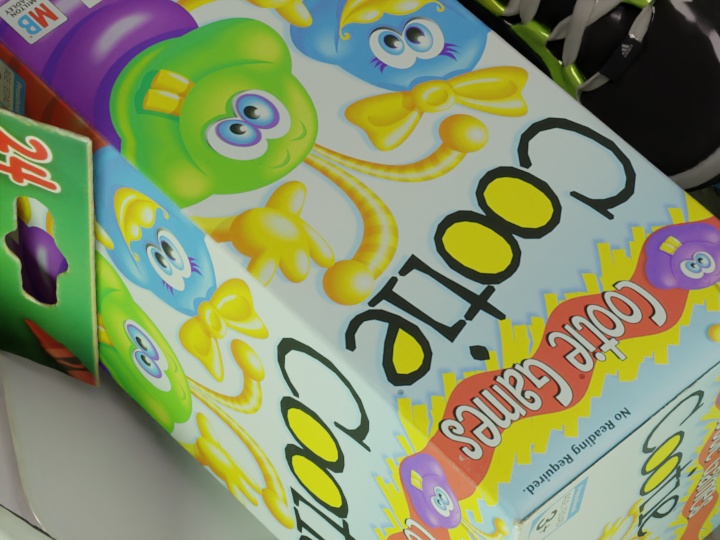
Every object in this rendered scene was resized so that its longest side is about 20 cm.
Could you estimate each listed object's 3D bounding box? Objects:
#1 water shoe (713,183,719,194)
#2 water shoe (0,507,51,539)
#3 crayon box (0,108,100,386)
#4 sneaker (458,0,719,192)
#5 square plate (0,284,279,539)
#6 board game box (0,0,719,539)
[{"bbox_3d":[0.138,-0.036,0.907,0.079,0.071,0.201,-12,70,17],"label":"water shoe"},{"bbox_3d":[-0.139,0.078,0.724,0.200,0.072,0.079,31,63,-7],"label":"water shoe"},{"bbox_3d":[-0.167,-0.011,0.754,0.199,0.127,0.051,16,59,6],"label":"crayon box"},{"bbox_3d":[0.037,-0.095,0.886,0.200,0.072,0.083,46,26,24],"label":"sneaker"},{"bbox_3d":[-0.035,0.017,0.848,0.199,0.028,0.199,-6,65,-17],"label":"square plate"},{"bbox_3d":[0.000,0.000,0.767,0.103,0.105,0.200,-36,64,-27],"label":"board game box"}]
